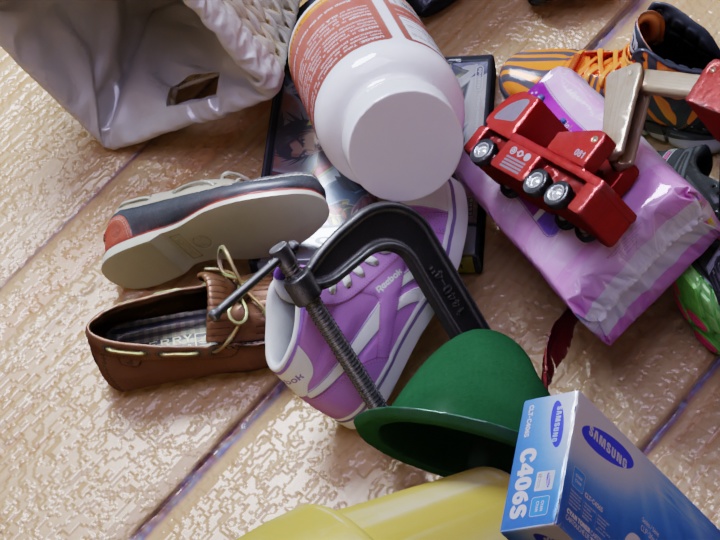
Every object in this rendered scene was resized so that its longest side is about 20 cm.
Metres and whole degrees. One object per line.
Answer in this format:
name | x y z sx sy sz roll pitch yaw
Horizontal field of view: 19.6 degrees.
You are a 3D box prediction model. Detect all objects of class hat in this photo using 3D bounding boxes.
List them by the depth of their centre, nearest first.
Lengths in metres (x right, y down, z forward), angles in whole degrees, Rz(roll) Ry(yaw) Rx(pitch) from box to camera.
hat | 0.094 0.046 1.421 0.164 0.200 0.178 15 74 -1

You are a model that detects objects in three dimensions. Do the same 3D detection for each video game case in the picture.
video game case | 0.012 -0.083 1.633 0.179 0.026 0.202 -2 55 12

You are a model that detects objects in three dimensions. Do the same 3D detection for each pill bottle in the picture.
pill bottle | 0.014 -0.129 1.539 0.111 0.113 0.200 -19 28 -1

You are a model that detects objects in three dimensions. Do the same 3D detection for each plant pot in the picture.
plant pot | 0.034 0.224 1.320 0.188 0.202 0.201 -25 52 -26

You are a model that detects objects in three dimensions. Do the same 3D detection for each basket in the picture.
basket | -0.169 -0.230 1.643 0.197 0.200 0.162 -14 43 37

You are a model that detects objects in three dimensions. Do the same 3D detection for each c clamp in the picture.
c clamp | 0.006 0.046 1.459 0.171 0.201 0.027 -46 22 -21

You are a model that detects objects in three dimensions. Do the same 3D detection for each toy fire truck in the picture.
toy fire truck | 0.172 -0.093 1.416 0.141 0.049 0.200 -51 38 -3

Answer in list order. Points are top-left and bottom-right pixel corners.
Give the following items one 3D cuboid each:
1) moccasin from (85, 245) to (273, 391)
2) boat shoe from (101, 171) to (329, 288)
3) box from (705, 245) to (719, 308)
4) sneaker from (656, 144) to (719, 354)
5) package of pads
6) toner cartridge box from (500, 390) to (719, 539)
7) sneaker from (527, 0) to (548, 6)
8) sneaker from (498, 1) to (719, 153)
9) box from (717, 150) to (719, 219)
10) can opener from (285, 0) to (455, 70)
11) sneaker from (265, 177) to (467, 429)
moccasin | -0.105 0.031 1.546 0.199 0.078 0.074 -9 54 7
boat shoe | -0.111 -0.043 1.586 0.198 0.071 0.063 -17 46 27
box | 0.334 0.067 1.398 0.156 0.050 0.201 5 50 -20
sneaker | 0.256 -0.019 1.502 0.083 0.077 0.201 -21 54 2
package of pads | 0.161 -0.051 1.491 0.120 0.076 0.200 -43 40 6
toner cartridge box | 0.166 0.169 1.313 0.043 0.200 0.096 -15 48 36
sneaker | 0.176 -0.303 1.733 0.090 0.076 0.202 -1 61 0
sneaker | 0.198 -0.160 1.591 0.198 0.112 0.078 10 57 19
box | 0.341 -0.124 1.481 0.147 0.125 0.200 6 29 17
can opener | 0.007 -0.230 1.703 0.199 0.064 0.079 -32 54 -23
sneaker | 0.000 0.000 1.495 0.072 0.114 0.202 -1 59 55
